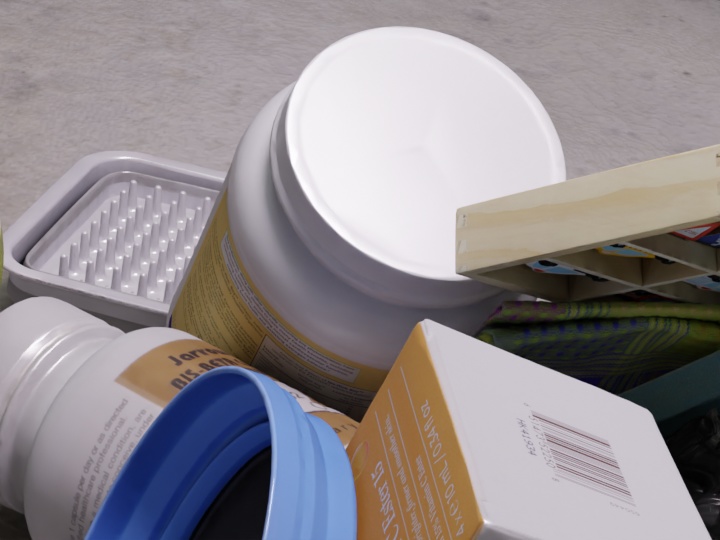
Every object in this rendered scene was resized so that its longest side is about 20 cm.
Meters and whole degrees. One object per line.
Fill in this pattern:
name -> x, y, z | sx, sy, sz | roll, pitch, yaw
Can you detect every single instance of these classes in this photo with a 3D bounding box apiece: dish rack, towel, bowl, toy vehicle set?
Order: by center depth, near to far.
bowl -> -0.062, 0.133, 0.773 | 0.039, 0.202, 0.201 | 23, 22, -21
toy vehicle set -> 0.147, -0.004, 0.891 | 0.124, 0.027, 0.199 | -13, -19, 40
towel -> 0.086, 0.067, 0.968 | 0.142, 0.200, 0.023 | 1, 61, -20
dish rack -> -0.079, 0.001, 1.186 | 0.198, 0.044, 0.172 | 14, 28, 10

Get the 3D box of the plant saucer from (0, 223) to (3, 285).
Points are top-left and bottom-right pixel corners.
plant saucer -> -0.227, 0.047, 0.963 | 0.199, 0.031, 0.200 | -29, 23, 14

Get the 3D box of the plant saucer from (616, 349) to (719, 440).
plant saucer -> 0.153, 0.058, 0.921 | 0.070, 0.199, 0.019 | 34, 39, -42

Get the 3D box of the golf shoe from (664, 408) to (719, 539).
golf shoe -> 0.086, 0.097, 0.888 | 0.198, 0.095, 0.078 | 10, 53, -17

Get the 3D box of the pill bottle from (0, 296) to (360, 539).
pill bottle -> -0.075, 0.088, 0.936 | 0.199, 0.115, 0.114 | 25, 31, 30

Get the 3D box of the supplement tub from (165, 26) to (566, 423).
supplement tub -> 0.000, 0.000, 0.997 | 0.144, 0.200, 0.147 | 8, 58, -14

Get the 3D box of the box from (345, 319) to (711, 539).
box -> 0.024, 0.141, 0.748 | 0.097, 0.201, 0.125 | 21, 22, -19
